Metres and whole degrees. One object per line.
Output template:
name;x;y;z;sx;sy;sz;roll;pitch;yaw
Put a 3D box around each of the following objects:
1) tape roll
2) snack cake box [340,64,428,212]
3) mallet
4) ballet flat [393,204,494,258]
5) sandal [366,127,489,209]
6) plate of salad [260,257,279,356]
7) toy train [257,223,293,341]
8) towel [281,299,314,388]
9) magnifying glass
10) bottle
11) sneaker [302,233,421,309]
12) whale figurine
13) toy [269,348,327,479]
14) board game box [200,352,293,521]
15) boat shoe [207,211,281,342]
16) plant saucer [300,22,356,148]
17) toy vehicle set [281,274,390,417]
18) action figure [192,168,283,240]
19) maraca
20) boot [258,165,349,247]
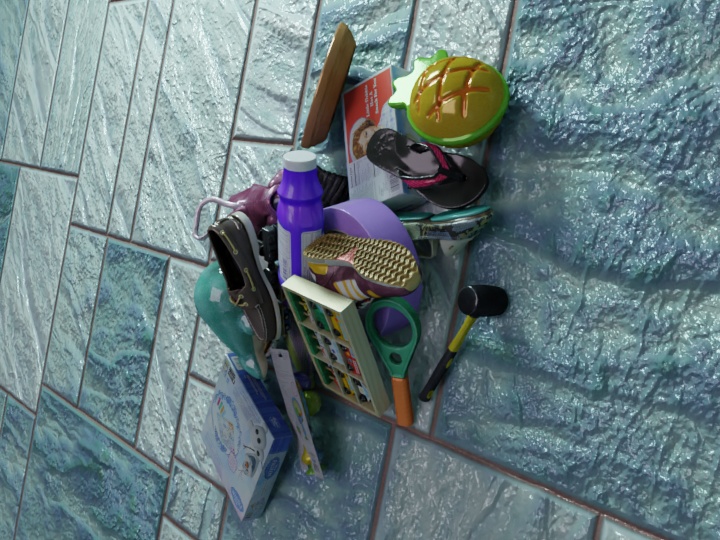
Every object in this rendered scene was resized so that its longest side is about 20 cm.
tape roll;0.000;0.000;1.195;0.199;0.065;0.203;29;129;44
snack cake box;0.037;-0.189;1.237;0.114;0.066;0.204;-19;70;46
mallet;0.136;0.100;1.114;0.041;0.065;0.202;53;135;39
ballet flat;0.109;-0.052;1.151;0.198;0.073;0.076;1;84;48
sandal;0.082;-0.143;1.122;0.198;0.045;0.076;28;91;29
plate of salad;-0.196;0.054;1.429;0.199;0.047;0.204;24;119;52
toy train;-0.127;0.020;1.255;0.034;0.045;0.203;28;130;37
towel;-0.095;0.081;1.303;0.202;0.022;0.145;100;150;-48
magnifying glass;0.051;0.127;1.135;0.078;0.022;0.203;5;119;27
bottle;-0.085;-0.065;1.161;0.084;0.064;0.203;-124;32;-59
sneaker;0.011;0.012;1.082;0.198;0.075;0.091;19;139;46
whale figurine;-0.208;0.082;1.333;0.159;0.102;0.204;25;129;63
toy;-0.087;0.217;1.292;0.115;0.046;0.204;171;87;-69
board game box;-0.200;0.281;1.403;0.201;0.043;0.201;52;131;39
boat shoe;-0.172;0.018;1.219;0.071;0.059;0.203;2;112;49
plant saucer;-0.047;-0.287;1.298;0.200;0.037;0.203;-160;89;-86
toy vehicle set;-0.033;0.107;1.154;0.123;0.026;0.202;21;141;43
action figure;-0.152;-0.107;1.265;0.199;0.147;0.137;-11;72;55
maraca;0.119;-0.239;1.127;0.137;0.107;0.200;-42;47;-6
boot;-0.100;-0.098;1.360;0.209;0.079;0.161;17;98;42
